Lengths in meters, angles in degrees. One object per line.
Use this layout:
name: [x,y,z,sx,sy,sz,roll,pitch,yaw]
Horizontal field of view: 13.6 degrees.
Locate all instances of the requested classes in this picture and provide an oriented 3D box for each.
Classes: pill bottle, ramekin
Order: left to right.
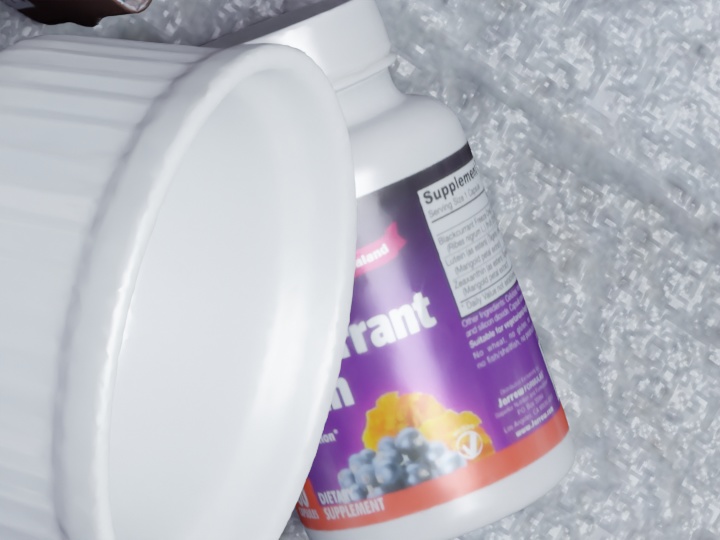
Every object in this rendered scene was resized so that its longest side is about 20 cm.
ramekin: [-0.083,0.015,1.019,0.097,0.200,0.201,12,88,20]
pill bottle: [0.000,0.000,1.152,0.111,0.111,0.201,-23,98,-15]

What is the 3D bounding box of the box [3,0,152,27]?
box: [-0.106,-0.215,1.081,0.164,0.166,0.200,36,81,-17]
